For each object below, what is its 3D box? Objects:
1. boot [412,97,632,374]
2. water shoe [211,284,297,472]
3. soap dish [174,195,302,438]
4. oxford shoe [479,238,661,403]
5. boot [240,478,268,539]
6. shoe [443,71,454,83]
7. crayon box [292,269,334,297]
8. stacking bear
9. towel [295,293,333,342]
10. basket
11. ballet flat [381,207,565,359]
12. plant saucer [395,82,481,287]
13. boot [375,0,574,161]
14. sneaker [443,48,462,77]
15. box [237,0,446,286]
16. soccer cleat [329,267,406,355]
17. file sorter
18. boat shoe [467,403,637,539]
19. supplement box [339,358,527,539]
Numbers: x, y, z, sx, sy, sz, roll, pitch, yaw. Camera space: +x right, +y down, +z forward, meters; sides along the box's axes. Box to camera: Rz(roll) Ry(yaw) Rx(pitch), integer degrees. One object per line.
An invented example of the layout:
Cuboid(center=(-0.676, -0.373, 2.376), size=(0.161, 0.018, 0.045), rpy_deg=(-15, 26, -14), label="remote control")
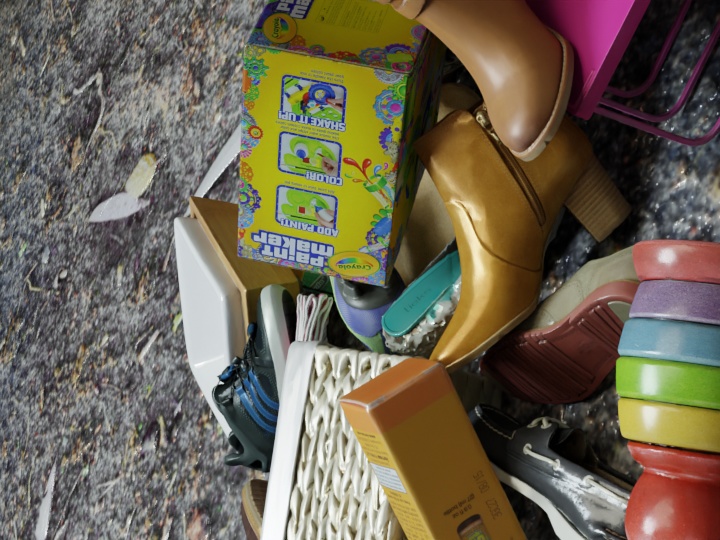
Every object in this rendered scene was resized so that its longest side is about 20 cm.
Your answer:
Cuboid(center=(0.082, -0.035, 1.157), size=(0.201, 0.144, 0.071), rpy_deg=(-44, 4, -1), label="boot")
Cuboid(center=(-0.090, 0.100, 1.373), size=(0.072, 0.078, 0.201), rpy_deg=(-87, -4, -53), label="water shoe")
Cuboid(center=(-0.108, 0.049, 1.479), size=(0.158, 0.081, 0.201), rpy_deg=(-126, 26, -48), label="soap dish")
Cuboid(center=(0.159, 0.039, 1.148), size=(0.200, 0.070, 0.075), rpy_deg=(-31, 23, 53), label="oxford shoe")
Cuboid(center=(-0.090, 0.301, 1.419), size=(0.167, 0.072, 0.200), rpy_deg=(-59, 37, 21), label="boot")
Cuboid(center=(0.069, -0.245, 1.415), size=(0.070, 0.053, 0.201), rpy_deg=(35, 107, 59), label="shoe")
Cuboid(center=(-0.028, -0.086, 1.502), size=(0.119, 0.058, 0.201), rpy_deg=(27, 101, 60), label="crayon box")
Cuboid(center=(0.209, 0.088, 0.985), size=(0.121, 0.113, 0.202), rpy_deg=(0, 82, 59), label="stacking bear")
Cuboid(center=(-0.036, 0.119, 1.371), size=(0.200, 0.030, 0.147), rpy_deg=(85, -174, -68), label="towel")
Cuboid(center=(0.018, 0.161, 1.220), size=(0.123, 0.135, 0.202), rpy_deg=(-3, 75, 41), label="basket")
Cuboid(center=(0.099, -0.006, 1.238), size=(0.200, 0.072, 0.072), rpy_deg=(-45, 37, 9), label="ballet flat")
Cuboid(center=(0.066, -0.056, 1.354), size=(0.200, 0.035, 0.202), rpy_deg=(-33, 50, 51), label="plant saucer")
Cuboid(center=(0.057, -0.173, 1.051), size=(0.077, 0.154, 0.201), rpy_deg=(-34, 49, 45), label="boot")
Cuboid(center=(0.050, -0.189, 1.346), size=(0.200, 0.081, 0.075), rpy_deg=(-43, 29, 16), label="sneaker")
Cuboid(center=(-0.008, -0.131, 1.221), size=(0.201, 0.121, 0.194), rpy_deg=(-71, -11, -50), label="box")
Cuboid(center=(-0.001, 0.000, 1.347), size=(0.201, 0.064, 0.084), rpy_deg=(-108, 3, -59), label="soccer cleat")
Cuboid(center=(0.179, -0.190, 1.135), size=(0.140, 0.125, 0.200), rpy_deg=(-64, 33, 16), label="file sorter")
Cuboid(center=(0.138, 0.136, 1.110), size=(0.200, 0.073, 0.061), rpy_deg=(42, 113, 54), label="boat shoe")
Cuboid(center=(0.062, 0.164, 1.118), size=(0.201, 0.066, 0.069), rpy_deg=(64, 161, -7), label="supplement box")
